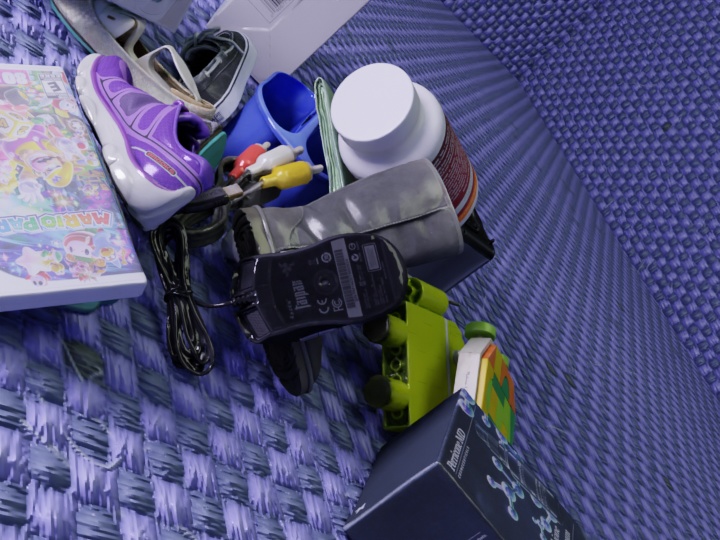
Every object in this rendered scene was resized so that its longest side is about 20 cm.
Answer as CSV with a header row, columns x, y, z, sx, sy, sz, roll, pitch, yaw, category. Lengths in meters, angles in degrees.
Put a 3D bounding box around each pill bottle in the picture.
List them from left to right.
x,y,z,sx,sy,sz,roll,pitch,yaw,category
0.045,-0.120,0.967,0.114,0.112,0.200,63,8,31,pill bottle

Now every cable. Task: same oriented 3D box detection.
x,y,z,sx,sy,sz,roll,pitch,yaw,category
-0.122,-0.081,0.884,0.096,0.051,0.200,22,28,22,cable

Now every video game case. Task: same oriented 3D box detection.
x,y,z,sx,sy,sz,roll,pitch,yaw,category
-0.236,-0.061,0.615,0.142,0.018,0.202,-5,56,-38,video game case

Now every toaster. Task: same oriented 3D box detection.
x,y,z,sx,sy,sz,roll,pitch,yaw,category
0.074,-0.079,1.237,0.199,0.118,0.182,30,30,-45,toaster

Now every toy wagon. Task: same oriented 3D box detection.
x,y,z,sx,sy,sz,roll,pitch,yaw,category
0.131,0.155,0.973,0.201,0.039,0.157,57,39,-53,toy wagon

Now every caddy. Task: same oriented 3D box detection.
x,y,z,sx,sy,sz,roll,pitch,yaw,category
-0.071,-0.148,1.060,0.141,0.105,0.200,46,21,-11,caddy

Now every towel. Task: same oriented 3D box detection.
x,y,z,sx,sy,sz,roll,pitch,yaw,category
-0.001,-0.097,1.039,0.200,0.023,0.155,43,34,-62,towel

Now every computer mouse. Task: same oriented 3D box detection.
x,y,z,sx,sy,sz,roll,pitch,yaw,category
-0.069,-0.005,0.752,0.046,0.197,0.142,123,-51,-71,computer mouse

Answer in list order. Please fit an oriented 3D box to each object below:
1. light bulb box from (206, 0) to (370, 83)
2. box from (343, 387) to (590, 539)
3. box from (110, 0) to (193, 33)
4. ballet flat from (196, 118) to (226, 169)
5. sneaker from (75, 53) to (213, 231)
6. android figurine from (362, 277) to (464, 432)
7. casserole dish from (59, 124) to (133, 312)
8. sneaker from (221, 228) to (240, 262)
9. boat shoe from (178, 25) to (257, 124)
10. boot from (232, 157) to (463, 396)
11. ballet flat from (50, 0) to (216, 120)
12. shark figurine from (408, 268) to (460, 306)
x,y,z,sx,sy,sz,roll,pitch,yaw,category
-0.086,-0.374,1.278,0.125,0.198,0.201,45,20,-20,light bulb box
0.101,0.229,0.797,0.200,0.107,0.148,49,21,-4,box
-0.268,-0.341,0.905,0.200,0.097,0.176,40,14,26,box
-0.173,-0.089,0.829,0.072,0.072,0.201,46,21,-13,ballet flat
-0.165,-0.108,0.740,0.201,0.083,0.081,56,-13,40,sneaker
0.067,0.105,0.954,0.199,0.041,0.185,26,59,-53,android figurine
-0.225,-0.061,0.691,0.121,0.039,0.202,20,38,-54,casserole dish
-0.037,-0.033,0.896,0.198,0.082,0.076,2,23,-32,sneaker
-0.167,-0.232,1.049,0.068,0.073,0.201,55,25,-31,boat shoe
0.001,0.000,0.837,0.198,0.072,0.185,-11,82,-29,boot
-0.217,-0.213,0.926,0.200,0.062,0.068,49,20,-7,ballet flat
0.018,0.029,1.012,0.127,0.090,0.214,24,-8,37,shark figurine
